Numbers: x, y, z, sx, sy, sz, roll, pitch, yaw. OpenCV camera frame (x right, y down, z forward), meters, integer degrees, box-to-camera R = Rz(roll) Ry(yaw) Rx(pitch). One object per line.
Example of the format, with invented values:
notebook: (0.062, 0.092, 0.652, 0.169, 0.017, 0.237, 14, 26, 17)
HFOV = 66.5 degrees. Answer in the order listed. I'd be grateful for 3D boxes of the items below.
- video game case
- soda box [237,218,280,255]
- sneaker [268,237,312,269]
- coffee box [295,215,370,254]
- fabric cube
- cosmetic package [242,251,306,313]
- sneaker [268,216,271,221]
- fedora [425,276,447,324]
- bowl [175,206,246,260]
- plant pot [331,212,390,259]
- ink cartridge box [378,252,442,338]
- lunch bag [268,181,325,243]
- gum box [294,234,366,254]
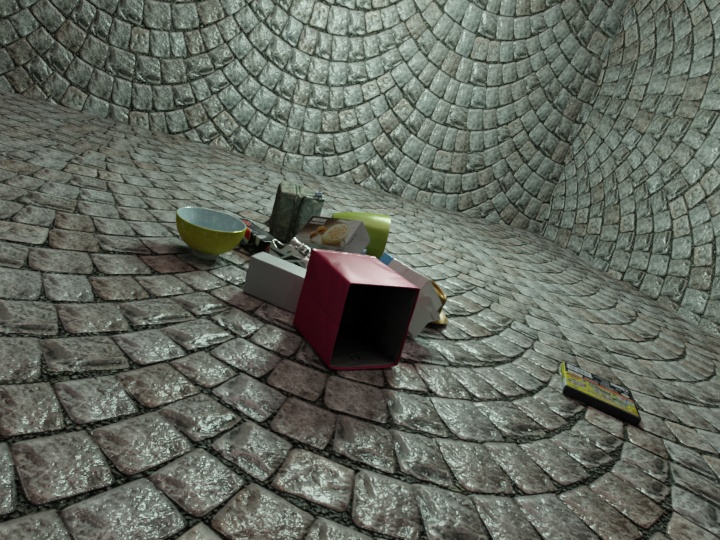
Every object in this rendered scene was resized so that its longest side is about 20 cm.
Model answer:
video game case: (0.641, 0.327, 1.483, 0.196, 0.026, 0.180, 23, 18, 13)
soda box: (-0.339, -0.100, 1.731, 0.070, 0.065, 0.198, -1, 25, -46)
sneaker: (-0.165, -0.043, 1.512, 0.195, 0.091, 0.074, 8, 23, 12)
coffee box: (-0.085, -0.089, 1.627, 0.197, 0.081, 0.115, 11, 51, 37)
fabric cube: (-0.016, 0.086, 1.257, 0.193, 0.204, 0.199, 5, 19, -34)
cosmetic package: (-0.191, 0.037, 1.400, 0.196, 0.104, 0.074, 23, 17, 12)
sneaker: (-0.304, -0.224, 2.125, 0.069, 0.077, 0.200, 17, 17, -2)
fedora: (0.192, 0.074, 1.633, 0.198, 0.083, 0.201, 32, 17, -10)
bowl: (-0.428, -0.095, 1.546, 0.196, 0.110, 0.201, 17, 17, -5)
plant pot: (-0.015, -0.126, 1.925, 0.195, 0.191, 0.188, 15, 17, -8)
ink cartridge box: (0.114, 0.072, 1.473, 0.199, 0.126, 0.129, 33, -15, 41)
lunch bag: (-0.220, -0.196, 1.913, 0.164, 0.204, 0.140, 11, 19, -17)
gum box: (-0.097, -0.071, 1.791, 0.196, 0.046, 0.170, 22, 18, 15)
